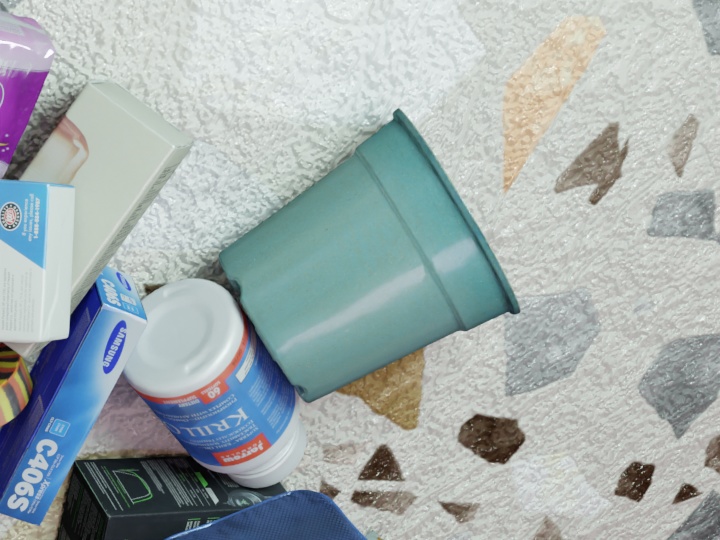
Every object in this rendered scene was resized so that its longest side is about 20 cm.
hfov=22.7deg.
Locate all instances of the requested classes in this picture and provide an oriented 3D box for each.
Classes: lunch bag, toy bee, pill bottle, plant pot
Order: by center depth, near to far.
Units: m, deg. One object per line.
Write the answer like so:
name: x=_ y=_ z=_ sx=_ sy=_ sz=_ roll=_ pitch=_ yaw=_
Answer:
toy bee: x=-0.345 y=0.137 z=1.427 sx=0.200 sy=0.109 sz=0.131 roll=-42 pitch=128 yaw=-4
plant pot: x=0.000 y=0.000 z=1.505 sx=0.196 sy=0.200 sz=0.200 roll=-31 pitch=129 yaw=0
pill bottle: x=-0.117 y=0.104 z=1.529 sx=0.112 sy=0.112 sz=0.200 roll=-38 pitch=140 yaw=-5
lunch bag: x=-0.087 y=0.296 z=1.533 sx=0.200 sy=0.136 sz=0.132 roll=-18 pitch=126 yaw=-22

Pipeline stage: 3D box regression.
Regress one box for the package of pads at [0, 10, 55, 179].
package of pads: x=-0.333 y=-0.143 z=1.291 sx=0.200 sy=0.076 sz=0.121 roll=13 pitch=113 yaw=-35

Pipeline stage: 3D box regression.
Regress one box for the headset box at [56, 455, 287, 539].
headset box: x=-0.167 y=0.262 z=1.616 sx=0.200 sy=0.093 sz=0.174 roll=2 pitch=117 yaw=-32

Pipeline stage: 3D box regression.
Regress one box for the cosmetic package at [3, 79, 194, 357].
cosmetic package: x=-0.224 y=-0.042 z=1.381 sx=0.087 sy=0.103 sz=0.200 roll=37 pitch=96 yaw=-1

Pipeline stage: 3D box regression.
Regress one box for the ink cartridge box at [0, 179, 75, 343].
ink cartridge box: x=-0.315 y=-0.011 z=1.308 sx=0.200 sy=0.067 sz=0.116 roll=4 pitch=92 yaw=8

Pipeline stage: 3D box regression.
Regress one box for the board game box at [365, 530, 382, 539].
board game box: x=0.043 y=0.372 z=1.795 sx=0.105 sy=0.103 sz=0.200 roll=-41 pitch=129 yaw=-3

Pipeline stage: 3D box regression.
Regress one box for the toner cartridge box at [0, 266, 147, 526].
toner cartridge box: x=-0.242 y=0.100 z=1.470 sx=0.043 sy=0.095 sz=0.200 roll=23 pitch=105 yaw=-24
